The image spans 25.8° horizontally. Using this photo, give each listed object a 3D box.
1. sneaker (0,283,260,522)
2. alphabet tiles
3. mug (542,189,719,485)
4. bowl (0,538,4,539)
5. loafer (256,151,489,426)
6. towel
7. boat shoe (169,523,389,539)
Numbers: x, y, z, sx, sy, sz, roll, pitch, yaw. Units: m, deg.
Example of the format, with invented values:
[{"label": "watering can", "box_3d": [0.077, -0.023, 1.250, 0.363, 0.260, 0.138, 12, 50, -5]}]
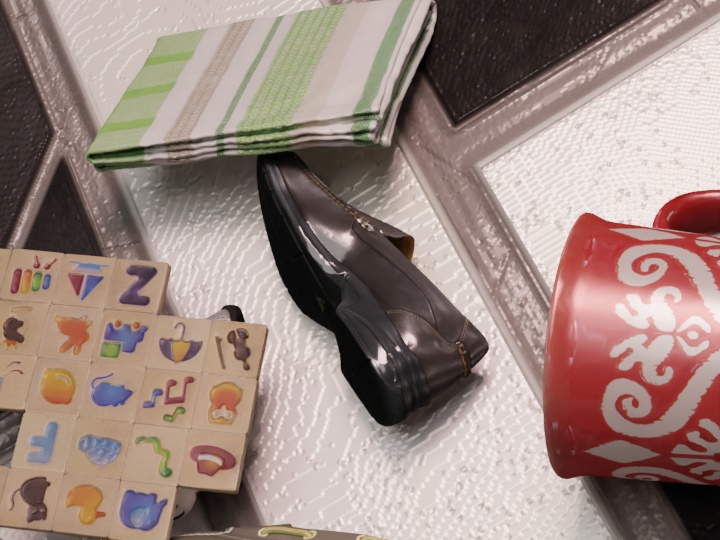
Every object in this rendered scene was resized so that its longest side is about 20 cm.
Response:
[{"label": "sneaker", "box_3d": [-0.128, 0.046, 0.943, 0.115, 0.075, 0.200, -39, 65, -7]}, {"label": "alphabet tiles", "box_3d": [-0.156, 0.069, 0.893, 0.198, 0.008, 0.169, 5, 64, 10]}, {"label": "mug", "box_3d": [0.204, 0.027, 0.774, 0.198, 0.134, 0.179, 6, 71, 21]}, {"label": "bowl", "box_3d": [-0.217, 0.211, 0.864, 0.199, 0.094, 0.203, 9, 115, 19]}, {"label": "loafer", "box_3d": [0.000, 0.000, 0.914, 0.072, 0.073, 0.201, -22, 57, -16]}, {"label": "towel", "box_3d": [-0.059, -0.114, 0.979, 0.198, 0.031, 0.150, -5, 36, 23]}, {"label": "boat shoe", "box_3d": [-0.041, 0.172, 0.848, 0.200, 0.073, 0.060, 1, 26, 36]}]
